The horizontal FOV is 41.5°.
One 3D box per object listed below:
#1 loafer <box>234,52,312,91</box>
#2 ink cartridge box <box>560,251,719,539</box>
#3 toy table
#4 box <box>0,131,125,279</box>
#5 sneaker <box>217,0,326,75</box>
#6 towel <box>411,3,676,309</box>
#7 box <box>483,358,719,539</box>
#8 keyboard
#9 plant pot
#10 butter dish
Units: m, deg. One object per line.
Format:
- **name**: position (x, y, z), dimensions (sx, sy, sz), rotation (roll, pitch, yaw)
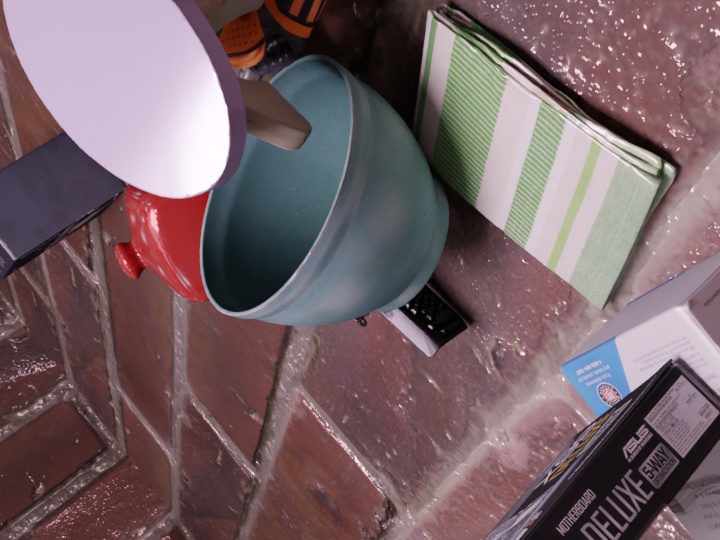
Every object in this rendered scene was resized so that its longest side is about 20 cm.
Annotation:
- **loafer**: position (-0.088, -0.159, 0.845), dimensions (0.200, 0.069, 0.076), rotation (-171, 91, -75)
- **ink cartridge box**: position (0.243, 0.100, 0.594), dimensions (0.201, 0.083, 0.145), rotation (52, 154, 5)
- **toy table**: position (-0.128, -0.145, 0.636), dimensions (0.183, 0.117, 0.201), rotation (-37, 87, 33)
- **box**: position (-0.486, -0.102, 1.439), dimensions (0.125, 0.199, 0.196), rotation (55, 154, -7)
- **sneaker**: position (-0.105, -0.217, 0.718), dimensions (0.199, 0.077, 0.113), rotation (34, 110, 40)
- **towel**: position (0.115, -0.079, 0.668), dimensions (0.200, 0.023, 0.153), rotation (42, 152, 21)
- **box**: position (0.114, 0.158, 0.560), dimensions (0.050, 0.200, 0.158), rotation (44, 154, 11)
- **keyboard**: position (0.000, 0.000, 0.842), dimensions (0.200, 0.127, 0.021), rotation (42, 124, 14)
- **plant pot**: position (-0.017, -0.043, 0.733), dimensions (0.133, 0.203, 0.199), rotation (22, 172, -34)
- **butter dish**: position (-0.206, -0.041, 1.072), dimensions (0.201, 0.147, 0.200), rotation (67, 168, -23)
